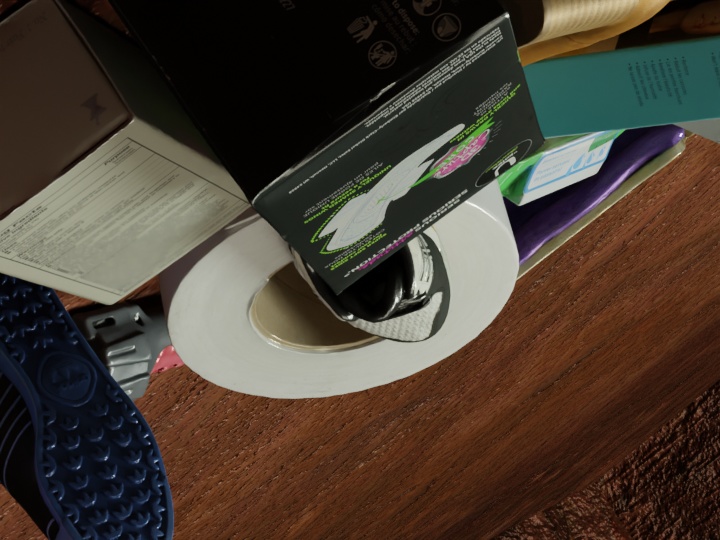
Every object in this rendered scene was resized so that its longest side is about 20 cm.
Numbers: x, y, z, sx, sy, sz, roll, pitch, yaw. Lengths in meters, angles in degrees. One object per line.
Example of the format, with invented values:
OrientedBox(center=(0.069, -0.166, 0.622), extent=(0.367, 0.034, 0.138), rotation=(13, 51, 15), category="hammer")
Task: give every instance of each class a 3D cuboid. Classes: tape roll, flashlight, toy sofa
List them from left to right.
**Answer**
OrientedBox(center=(-0.112, 0.051, 1.365), extent=(0.068, 0.068, 0.200), rotation=(-47, 163, 33), category="flashlight")
OrientedBox(center=(-0.016, -0.011, 1.202), extent=(0.202, 0.071, 0.203), rotation=(-9, 146, -6), category="tape roll")
OrientedBox(center=(0.125, -0.069, 1.421), extent=(0.200, 0.083, 0.098), rotation=(-39, -176, 22), category="toy sofa")

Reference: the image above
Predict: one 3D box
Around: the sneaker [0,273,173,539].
OrientedBox(center=(-0.159, 0.082, 1.080), extent=(0.070, 0.200, 0.078), rotation=(-13, 152, -33), category="sneaker")

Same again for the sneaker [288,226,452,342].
OrientedBox(center=(0.000, 0.000, 1.085), extent=(0.075, 0.088, 0.200), rotation=(-23, 146, 9), category="sneaker")

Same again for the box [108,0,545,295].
OrientedBox(center=(-0.017, -0.097, 0.905), extent=(0.124, 0.149, 0.200), rotation=(-35, 166, 0), category="box")

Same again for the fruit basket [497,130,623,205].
OrientedBox(center=(0.122, -0.127, 1.247), extent=(0.185, 0.094, 0.200), rotation=(-22, 159, -39), category="fruit basket")

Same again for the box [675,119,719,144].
OrientedBox(center=(0.235, -0.170, 1.206), extent=(0.200, 0.097, 0.125), rotation=(-31, 135, -39), category="box")

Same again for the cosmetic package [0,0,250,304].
OrientedBox(center=(-0.127, -0.049, 0.981), extent=(0.103, 0.073, 0.200), rotation=(-35, 166, 6), category="cosmetic package")

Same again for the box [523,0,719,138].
OrientedBox(center=(0.128, -0.113, 1.095), extent=(0.199, 0.049, 0.082), rotation=(-6, -142, 26), category="box")

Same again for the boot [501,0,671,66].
OrientedBox(center=(0.098, -0.137, 1.053), extent=(0.144, 0.071, 0.201), rotation=(-19, -171, -27), category="boot")
